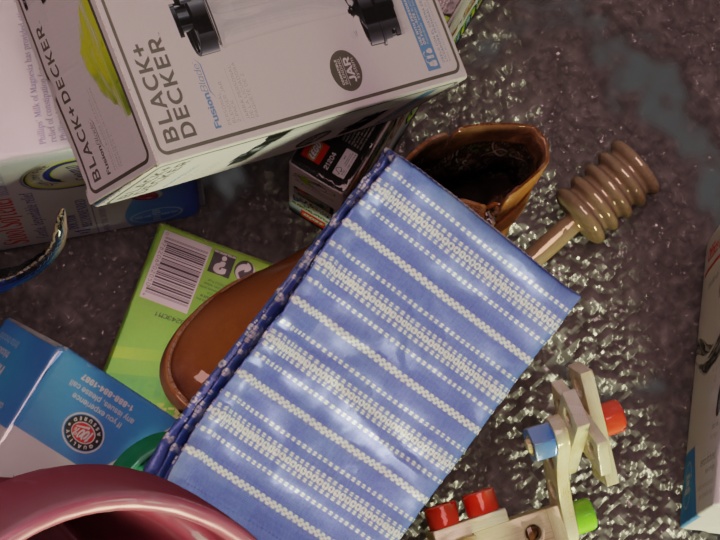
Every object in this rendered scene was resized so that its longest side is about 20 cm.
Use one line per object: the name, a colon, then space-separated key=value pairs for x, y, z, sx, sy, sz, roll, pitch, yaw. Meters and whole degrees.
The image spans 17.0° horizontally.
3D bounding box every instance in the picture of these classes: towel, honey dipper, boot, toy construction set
towel: x=0.003 y=0.058 z=1.152 sx=0.145 sy=0.024 sz=0.201 roll=36 pitch=91 yaw=-33
honey dipper: x=0.076 y=0.006 z=1.298 sx=0.200 sy=0.038 sz=0.038 roll=-40 pitch=83 yaw=-6
boot: x=0.000 y=0.000 z=1.205 sx=0.199 sy=0.155 sz=0.077 roll=-20 pitch=75 yaw=-28
toy construction set: x=0.048 y=0.124 z=1.243 sx=0.198 sy=0.092 sz=0.132 roll=-18 pitch=86 yaw=4

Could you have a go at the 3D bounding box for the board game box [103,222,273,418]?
board game box: x=-0.098 y=0.085 z=1.278 sx=0.095 sy=0.030 sz=0.201 roll=20 pitch=77 yaw=1

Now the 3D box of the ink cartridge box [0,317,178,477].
ink cartridge box: x=-0.160 y=0.148 z=1.180 sx=0.144 sy=0.084 sz=0.201 roll=36 pitch=81 yaw=-30

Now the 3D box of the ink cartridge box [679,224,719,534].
ink cartridge box: x=0.215 y=0.034 z=1.256 sx=0.066 sy=0.116 sz=0.202 roll=7 pitch=78 yaw=0

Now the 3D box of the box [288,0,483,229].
box: x=0.026 y=-0.119 z=1.282 sx=0.035 sy=0.110 sz=0.201 roll=30 pitch=78 yaw=4

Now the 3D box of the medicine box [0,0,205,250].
medicine box: x=-0.187 y=-0.079 z=1.228 sx=0.198 sy=0.182 sz=0.104 roll=-11 pitch=79 yaw=-4

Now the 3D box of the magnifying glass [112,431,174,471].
magnifying glass: x=-0.059 y=0.160 z=1.181 sx=0.080 sy=0.022 sz=0.201 roll=-44 pitch=122 yaw=-16

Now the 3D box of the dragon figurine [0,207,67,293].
dragon figurine: x=-0.234 y=0.012 z=1.176 sx=0.199 sy=0.099 sz=0.059 roll=-7 pitch=93 yaw=37

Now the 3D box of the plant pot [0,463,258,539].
plant pot: x=-0.141 y=0.172 z=1.043 sx=0.199 sy=0.179 sz=0.202 roll=-5 pitch=102 yaw=-27

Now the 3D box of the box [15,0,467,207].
box: x=-0.055 y=-0.112 z=1.134 sx=0.199 sy=0.060 sz=0.117 roll=-17 pitch=85 yaw=-40
